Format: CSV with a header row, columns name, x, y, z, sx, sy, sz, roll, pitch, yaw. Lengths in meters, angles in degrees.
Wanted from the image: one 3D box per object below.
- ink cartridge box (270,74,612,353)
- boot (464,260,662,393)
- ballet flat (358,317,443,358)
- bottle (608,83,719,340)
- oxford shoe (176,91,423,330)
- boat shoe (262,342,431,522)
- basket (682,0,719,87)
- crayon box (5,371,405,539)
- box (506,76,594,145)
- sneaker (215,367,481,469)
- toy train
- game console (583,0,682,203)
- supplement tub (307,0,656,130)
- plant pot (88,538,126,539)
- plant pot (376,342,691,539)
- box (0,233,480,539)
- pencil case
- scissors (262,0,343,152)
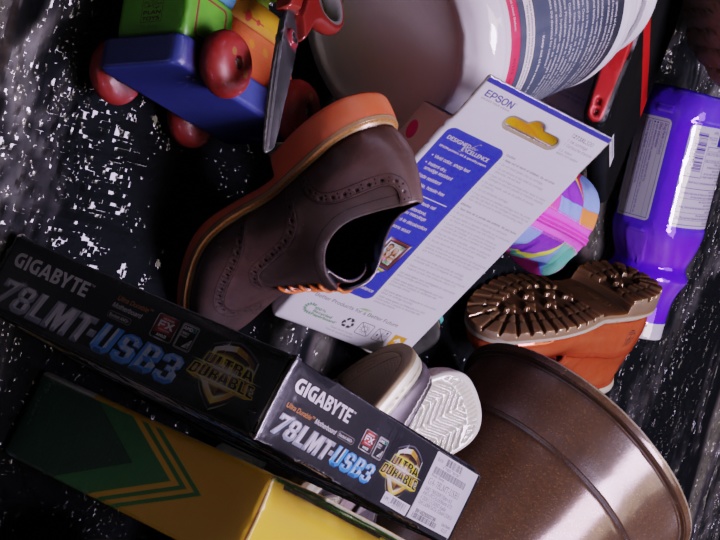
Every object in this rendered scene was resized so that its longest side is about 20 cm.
name,x,y,z,sx,sy,sz,roll,pitch,yaw
ink cartridge box,0.042,-0.032,0.970,0.095,0.037,0.200,22,127,-32
boot,0.143,0.058,1.277,0.200,0.075,0.107,-5,124,-45
ballet flat,0.000,0.000,1.063,0.068,0.068,0.200,-44,138,-15
bottle,0.241,-0.046,1.363,0.083,0.065,0.200,0,105,-55
oxford shoe,-0.037,-0.009,0.925,0.071,0.073,0.200,-12,155,-40
boat shoe,-0.021,0.133,1.000,0.065,0.072,0.200,41,82,-23
basket,0.320,-0.220,1.226,0.161,0.200,0.198,-18,122,3
crayon box,-0.074,0.123,0.897,0.126,0.200,0.052,38,74,-53
box,0.142,-0.187,1.193,0.119,0.041,0.200,17,89,-55
sneaker,-0.024,0.114,1.080,0.200,0.084,0.075,-17,99,-23
toy train,-0.056,-0.123,0.929,0.200,0.085,0.116,28,66,-58
game console,0.192,-0.154,1.218,0.200,0.031,0.177,58,54,-73
supplement tub,0.077,-0.164,1.025,0.200,0.140,0.141,-26,125,-45
plant pot,-0.135,0.209,0.908,0.093,0.201,0.201,-92,172,-54
plant pot,0.085,0.188,1.166,0.198,0.200,0.200,-43,136,-22
box,-0.065,0.064,0.884,0.198,0.200,0.050,40,73,-52
pencil case,0.087,-0.055,1.137,0.200,0.088,0.089,19,89,-56
scissors,-0.039,-0.128,0.864,0.200,0.014,0.073,-68,143,-60
